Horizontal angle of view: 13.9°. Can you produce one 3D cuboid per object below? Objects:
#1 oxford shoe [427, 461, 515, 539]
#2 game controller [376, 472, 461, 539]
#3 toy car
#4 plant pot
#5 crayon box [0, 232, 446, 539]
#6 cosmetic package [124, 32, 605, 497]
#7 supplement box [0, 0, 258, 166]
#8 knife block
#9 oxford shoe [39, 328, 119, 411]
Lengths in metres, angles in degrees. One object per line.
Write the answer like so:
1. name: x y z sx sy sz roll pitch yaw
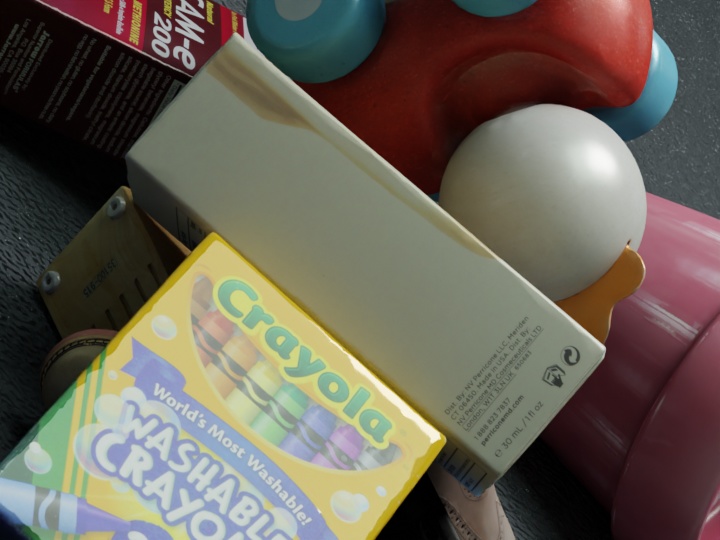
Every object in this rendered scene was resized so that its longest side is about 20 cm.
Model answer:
1. oxford shoe: 0.043 0.078 1.332 0.071 0.073 0.200 -92 161 -47
2. game controller: 0.043 0.160 1.216 0.042 0.105 0.200 -9 44 -20
3. toy car: 0.061 -0.045 1.359 0.184 0.176 0.201 40 35 -57
4. plant pot: 0.167 0.048 1.578 0.179 0.200 0.200 36 14 25
5. crayon box: -0.054 0.074 1.119 0.126 0.052 0.200 41 46 -2
6. cosmetic package: 0.000 0.000 1.218 0.200 0.071 0.105 41 -8 3
7. supplement box: -0.133 -0.111 1.415 0.200 0.061 0.109 26 23 -16
8. knife block: -0.051 0.039 1.315 0.175 0.064 0.200 23 27 -45
9. oxford shoe: -0.054 0.104 1.164 0.200 0.070 0.075 43 22 -1
